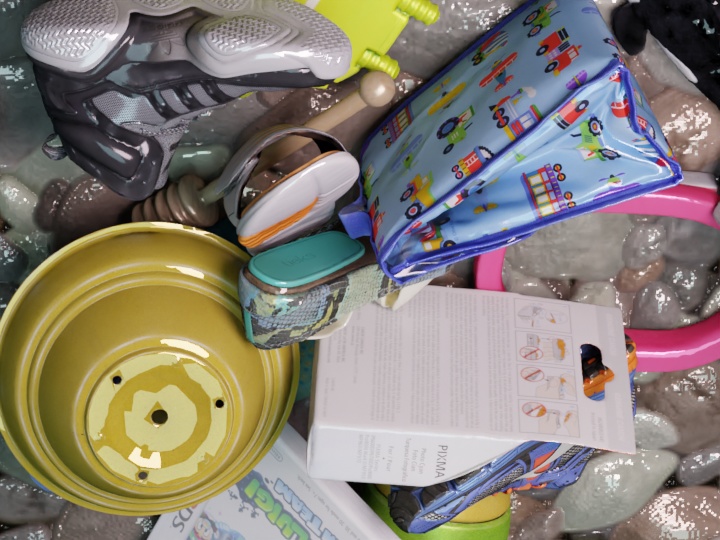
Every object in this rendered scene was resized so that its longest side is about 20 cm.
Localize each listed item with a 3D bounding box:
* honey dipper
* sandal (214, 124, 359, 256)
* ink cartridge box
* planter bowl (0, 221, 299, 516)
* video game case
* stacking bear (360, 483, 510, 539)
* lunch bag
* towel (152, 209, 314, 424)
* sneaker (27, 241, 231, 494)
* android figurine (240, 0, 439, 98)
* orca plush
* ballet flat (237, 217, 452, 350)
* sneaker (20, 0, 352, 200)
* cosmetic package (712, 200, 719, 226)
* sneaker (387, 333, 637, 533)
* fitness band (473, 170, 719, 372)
[{"bbox_3d":[-0.060,-0.070,1.448,0.199,0.038,0.038,-30,118,26],"label":"honey dipper"},{"bbox_3d":[-0.054,-0.052,1.393,0.079,0.207,0.059,-28,86,-10],"label":"sandal"},{"bbox_3d":[0.068,0.073,1.452,0.199,0.160,0.047,6,124,-2],"label":"ink cartridge box"},{"bbox_3d":[-0.129,0.078,1.429,0.199,0.083,0.202,-4,110,-11],"label":"planter bowl"},{"bbox_3d":[-0.050,0.206,1.558,0.200,0.024,0.182,45,129,17],"label":"video game case"},{"bbox_3d":[0.053,0.147,1.562,0.121,0.113,0.201,26,114,32],"label":"stacking bear"},{"bbox_3d":[0.075,-0.075,1.392,0.199,0.151,0.094,-28,118,9],"label":"lunch bag"},{"bbox_3d":[-0.119,0.052,1.550,0.199,0.022,0.147,-25,118,15],"label":"towel"},{"bbox_3d":[-0.154,0.052,1.502,0.070,0.078,0.200,37,98,-19],"label":"sneaker"},{"bbox_3d":[-0.048,-0.187,1.397,0.199,0.041,0.182,31,115,-17],"label":"android figurine"},{"bbox_3d":[0.214,-0.133,1.417,0.105,0.071,0.201,-12,121,5],"label":"orca plush"},{"bbox_3d":[0.000,0.000,1.450,0.199,0.074,0.075,-19,129,-36],"label":"ballet flat"},{"bbox_3d":[-0.103,-0.104,1.382,0.199,0.076,0.114,4,121,7],"label":"sneaker"},{"bbox_3d":[0.352,-0.020,1.396,0.166,0.200,0.168,34,101,-22],"label":"cosmetic package"},{"bbox_3d":[0.106,0.117,1.483,0.199,0.075,0.079,-30,118,-18],"label":"sneaker"},{"bbox_3d":[0.174,0.002,1.518,0.199,0.037,0.144,4,121,-2],"label":"fitness band"}]
